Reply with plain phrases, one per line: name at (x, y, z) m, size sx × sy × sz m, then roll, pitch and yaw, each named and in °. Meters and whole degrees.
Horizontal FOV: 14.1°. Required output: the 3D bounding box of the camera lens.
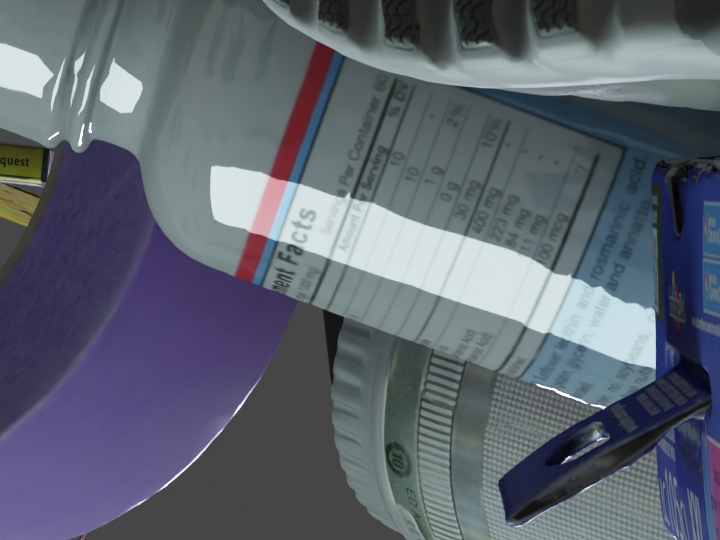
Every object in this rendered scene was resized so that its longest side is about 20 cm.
camera lens at (0.110, 0.050, 1.004) m, size 0.199 × 0.161 × 0.160 m, roll 17°, pitch 175°, yaw 38°

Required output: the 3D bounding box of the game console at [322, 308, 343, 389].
game console at (0.000, 0.000, 1.193) m, size 0.170 × 0.119 × 0.200 m, roll 22°, pitch 175°, yaw -34°

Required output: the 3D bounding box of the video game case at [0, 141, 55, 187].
video game case at (-0.287, -0.076, 1.921) m, size 0.179 × 0.026 × 0.200 m, roll 6°, pitch 180°, yaw -2°

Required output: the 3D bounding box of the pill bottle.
pill bottle at (0.023, -0.038, 0.618) m, size 0.199 × 0.109 × 0.109 m, roll 20°, pitch 176°, yaw -2°

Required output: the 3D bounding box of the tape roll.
tape roll at (-0.116, -0.028, 0.782) m, size 0.199 × 0.201 × 0.085 m, roll 18°, pitch 175°, yaw 27°

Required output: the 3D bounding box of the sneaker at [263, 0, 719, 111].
sneaker at (0.062, -0.050, 0.481) m, size 0.199 × 0.075 × 0.082 m, roll 16°, pitch 173°, yaw 37°

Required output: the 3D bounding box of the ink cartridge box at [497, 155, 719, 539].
ink cartridge box at (0.122, 0.014, 0.484) m, size 0.198 × 0.077 × 0.136 m, roll -2°, pitch -177°, yaw 1°
